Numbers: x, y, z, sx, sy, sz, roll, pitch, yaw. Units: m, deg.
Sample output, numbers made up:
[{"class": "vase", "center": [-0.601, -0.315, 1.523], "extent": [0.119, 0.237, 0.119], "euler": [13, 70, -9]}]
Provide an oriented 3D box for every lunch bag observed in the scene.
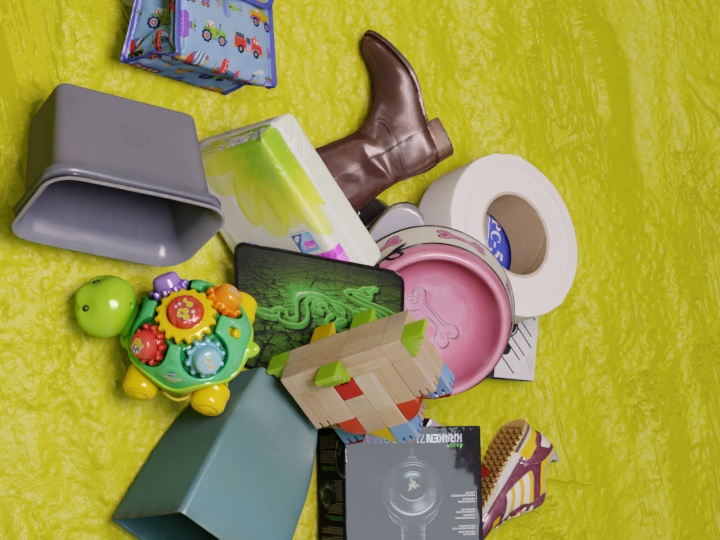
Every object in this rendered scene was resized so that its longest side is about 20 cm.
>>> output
[{"class": "lunch bag", "center": [-0.164, -0.306, 1.685], "extent": [0.151, 0.094, 0.200], "euler": [12, 80, -47]}]

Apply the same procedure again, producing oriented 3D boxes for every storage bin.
[{"class": "storage bin", "center": [-0.256, -0.099, 1.614], "extent": [0.200, 0.146, 0.134], "euler": [12, 55, -32]}]

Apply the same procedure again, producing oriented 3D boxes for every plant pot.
[{"class": "plant pot", "center": [-0.140, 0.213, 1.682], "extent": [0.141, 0.141, 0.200], "euler": [39, 58, -26]}]

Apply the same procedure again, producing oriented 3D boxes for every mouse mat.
[{"class": "mouse mat", "center": [-0.046, 0.055, 1.697], "extent": [0.008, 0.200, 0.161], "euler": [-51, 146, -56]}]

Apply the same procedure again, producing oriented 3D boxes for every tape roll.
[{"class": "tape roll", "center": [0.162, -0.035, 1.848], "extent": [0.202, 0.071, 0.203], "euler": [12, 69, -34]}]

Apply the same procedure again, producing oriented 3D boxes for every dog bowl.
[{"class": "dog bowl", "center": [0.077, 0.054, 1.729], "extent": [0.200, 0.074, 0.200], "euler": [-1, 101, -4]}]

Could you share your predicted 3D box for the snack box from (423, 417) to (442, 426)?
[{"class": "snack box", "center": [0.061, 0.281, 1.872], "extent": [0.072, 0.024, 0.200], "euler": [35, 72, -24]}]

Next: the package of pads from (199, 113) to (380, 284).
[{"class": "package of pads", "center": [-0.091, -0.067, 1.706], "extent": [0.068, 0.154, 0.200], "euler": [-49, 116, -39]}]

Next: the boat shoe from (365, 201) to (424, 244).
[{"class": "boat shoe", "center": [0.000, 0.000, 1.788], "extent": [0.069, 0.057, 0.200], "euler": [43, 102, -10]}]

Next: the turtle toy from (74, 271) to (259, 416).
[{"class": "turtle toy", "center": [-0.203, 0.060, 1.642], "extent": [0.200, 0.101, 0.146], "euler": [12, 60, 6]}]

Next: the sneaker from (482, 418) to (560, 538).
[{"class": "sneaker", "center": [0.179, 0.285, 1.919], "extent": [0.090, 0.075, 0.200], "euler": [41, 69, -20]}]

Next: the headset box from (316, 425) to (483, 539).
[{"class": "headset box", "center": [0.045, 0.280, 1.797], "extent": [0.174, 0.093, 0.200], "euler": [2, 83, -21]}]

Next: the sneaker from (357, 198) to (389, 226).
[{"class": "sneaker", "center": [0.054, 0.001, 1.862], "extent": [0.200, 0.077, 0.089], "euler": [63, 25, -8]}]

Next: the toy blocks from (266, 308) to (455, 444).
[{"class": "toy blocks", "center": [0.017, 0.127, 1.658], "extent": [0.137, 0.200, 0.100], "euler": [55, 30, -27]}]

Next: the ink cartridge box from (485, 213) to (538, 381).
[{"class": "ink cartridge box", "center": [0.175, 0.035, 1.939], "extent": [0.094, 0.044, 0.200], "euler": [8, 84, -34]}]

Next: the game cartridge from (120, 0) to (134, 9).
[{"class": "game cartridge", "center": [-0.225, -0.393, 1.696], "extent": [0.133, 0.042, 0.200], "euler": [46, 66, -28]}]

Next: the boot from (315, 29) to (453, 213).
[{"class": "boot", "center": [-0.016, -0.162, 1.814], "extent": [0.200, 0.064, 0.186], "euler": [-31, 85, -15]}]
